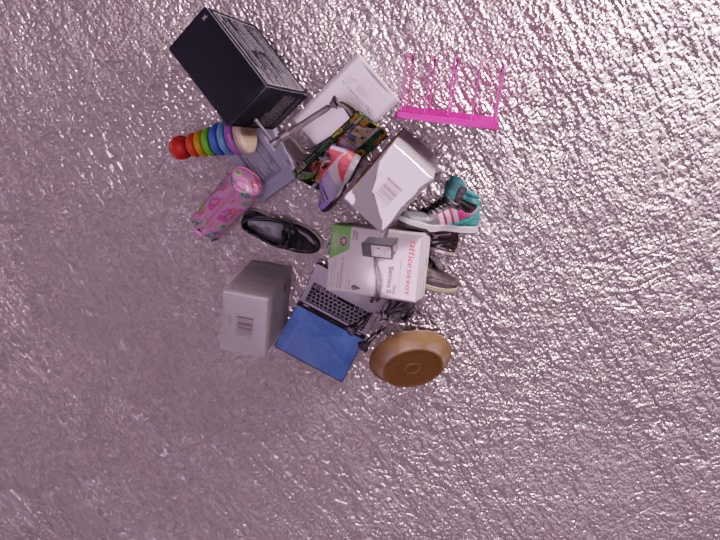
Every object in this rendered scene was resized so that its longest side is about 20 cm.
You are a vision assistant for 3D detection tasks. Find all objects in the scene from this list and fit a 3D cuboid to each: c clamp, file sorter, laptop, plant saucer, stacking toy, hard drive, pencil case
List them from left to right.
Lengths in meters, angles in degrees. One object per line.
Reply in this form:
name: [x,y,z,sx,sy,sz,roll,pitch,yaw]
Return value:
stacking toy: [-0.334,-0.286,1.390,0.200,0.085,0.085,-5,109,18]
pencil case: [-0.308,-0.150,1.443,0.087,0.087,0.200,47,124,-7]
c clamp: [-0.096,-0.296,1.309,0.200,0.027,0.171,-28,144,2]
laptop: [-0.072,0.123,1.496,0.187,0.116,0.200,28,123,0]
hard drive: [-0.032,-0.349,1.369,0.200,0.027,0.132,-40,98,20]
plant saucer: [0.121,0.220,1.490,0.200,0.035,0.200,-5,135,-5]
file sorter: [0.184,-0.362,1.262,0.200,0.139,0.126,9,110,8]

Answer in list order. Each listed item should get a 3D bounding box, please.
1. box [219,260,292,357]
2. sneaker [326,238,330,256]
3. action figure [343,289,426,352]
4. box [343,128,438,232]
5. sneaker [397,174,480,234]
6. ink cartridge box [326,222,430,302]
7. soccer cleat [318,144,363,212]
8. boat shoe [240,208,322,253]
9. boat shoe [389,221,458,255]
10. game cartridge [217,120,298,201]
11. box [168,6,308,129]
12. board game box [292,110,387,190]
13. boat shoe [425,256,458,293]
box: [-0.241,0.085,1.472,0.106,0.200,0.152,9,111,6]
sneaker: [0.000,0.000,1.456,0.200,0.088,0.075,36,110,-4]
action figure: [0.058,0.089,1.436,0.200,0.102,0.119,-40,101,3]
box: [0.068,-0.191,1.305,0.106,0.200,0.152,41,112,-7]
sneaker: [0.177,-0.144,1.344,0.200,0.084,0.121,0,109,-29]
ink cartridge box: [0.038,-0.020,1.345,0.200,0.084,0.146,7,98,15]
soccer cleat: [-0.062,-0.199,1.371,0.073,0.068,0.200,29,147,-7]
boat shoe: [-0.188,-0.085,1.473,0.199,0.066,0.075,27,112,0]
boat shoe: [0.122,-0.083,1.420,0.200,0.067,0.057,14,96,1]
game cartridge: [-0.231,-0.272,1.431,0.133,0.040,0.200,-30,102,23]
box: [-0.242,-0.401,1.281,0.123,0.198,0.200,-39,86,20]
board game box: [-0.044,-0.254,1.372,0.200,0.105,0.023,-39,59,21]
boat shoe: [0.134,-0.009,1.435,0.200,0.073,0.065,20,117,3]
